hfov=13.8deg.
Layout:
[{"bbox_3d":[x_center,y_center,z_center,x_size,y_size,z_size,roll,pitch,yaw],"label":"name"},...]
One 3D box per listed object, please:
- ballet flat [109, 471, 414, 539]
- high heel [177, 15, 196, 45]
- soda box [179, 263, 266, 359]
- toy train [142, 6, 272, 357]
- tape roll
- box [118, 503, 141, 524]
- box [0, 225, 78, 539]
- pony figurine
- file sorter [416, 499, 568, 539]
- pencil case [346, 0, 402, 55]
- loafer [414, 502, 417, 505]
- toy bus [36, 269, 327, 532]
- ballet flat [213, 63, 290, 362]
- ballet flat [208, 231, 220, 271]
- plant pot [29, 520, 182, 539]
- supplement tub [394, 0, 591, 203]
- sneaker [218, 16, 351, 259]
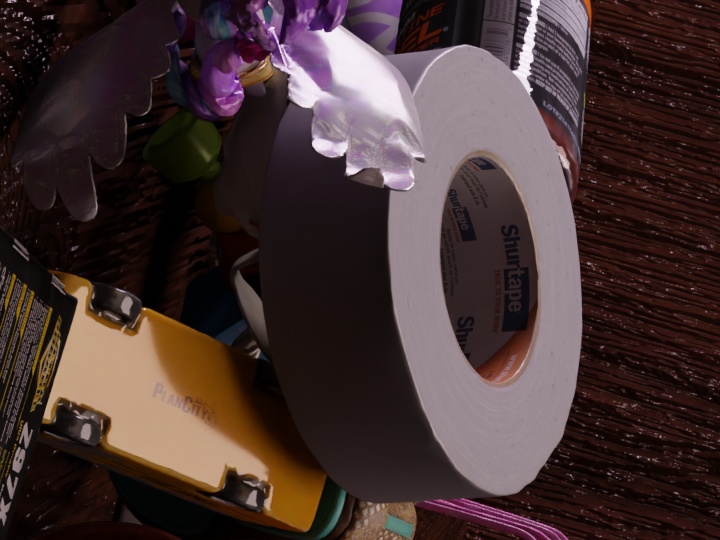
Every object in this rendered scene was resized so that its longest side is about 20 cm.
[{"bbox_3d":[-0.047,0.110,1.442,0.065,0.200,0.071,25,84,-38],"label":"ballet flat"},{"bbox_3d":[-0.050,-0.182,1.392,0.200,0.067,0.097,-50,164,-58],"label":"high heel"},{"bbox_3d":[0.000,0.000,1.506,0.199,0.064,0.068,-32,-152,26],"label":"soda box"},{"bbox_3d":[-0.061,-0.030,1.432,0.084,0.116,0.201,-11,-138,51],"label":"toy train"},{"bbox_3d":[0.031,0.002,1.334,0.200,0.066,0.202,21,66,-59],"label":"tape roll"},{"bbox_3d":[-0.070,0.162,1.673,0.200,0.106,0.153,0,105,-81],"label":"box"},{"bbox_3d":[-0.168,0.084,1.110,0.160,0.049,0.201,69,37,-80],"label":"box"},{"bbox_3d":[-0.054,-0.119,1.208,0.193,0.165,0.201,-88,180,-57],"label":"pony figurine"},{"bbox_3d":[0.046,0.197,1.697,0.200,0.125,0.140,23,82,-81],"label":"file sorter"},{"bbox_3d":[0.022,-0.086,1.685,0.085,0.084,0.201,-34,-114,56],"label":"pencil case"},{"bbox_3d":[0.044,0.057,1.541,0.201,0.070,0.070,-60,-175,27],"label":"loafer"},{"bbox_3d":[-0.089,0.057,1.291,0.200,0.078,0.065,27,77,-46],"label":"toy bus"},{"bbox_3d":[-0.034,-0.016,1.366,0.069,0.069,0.201,-59,140,-61],"label":"ballet flat"},{"bbox_3d":[-0.037,0.000,1.693,0.200,0.065,0.071,17,84,-52],"label":"ballet flat"},{"bbox_3d":[-0.097,0.212,1.363,0.195,0.200,0.202,64,41,-65],"label":"plant pot"},{"bbox_3d":[0.069,-0.111,1.593,0.201,0.106,0.107,-82,179,-45],"label":"supplement tub"},{"bbox_3d":[-0.025,-0.096,1.558,0.078,0.079,0.201,-45,141,-70],"label":"sneaker"}]
